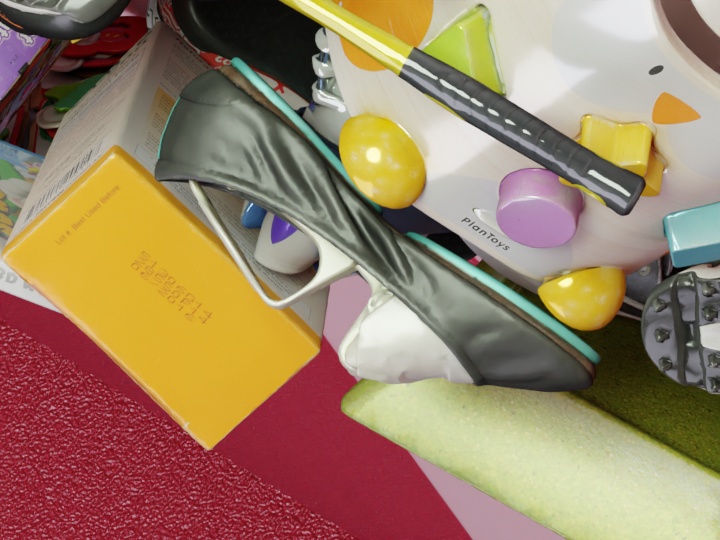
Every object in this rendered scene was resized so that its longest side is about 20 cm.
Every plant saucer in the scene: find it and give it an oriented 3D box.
[{"bbox_3d":[0.121,0.053,1.272,0.200,0.048,0.200,29,-149,12],"label":"plant saucer"}]

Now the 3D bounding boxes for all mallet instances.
[{"bbox_3d":[0.010,-0.076,0.978,0.200,0.041,0.066,32,178,-3],"label":"mallet"}]

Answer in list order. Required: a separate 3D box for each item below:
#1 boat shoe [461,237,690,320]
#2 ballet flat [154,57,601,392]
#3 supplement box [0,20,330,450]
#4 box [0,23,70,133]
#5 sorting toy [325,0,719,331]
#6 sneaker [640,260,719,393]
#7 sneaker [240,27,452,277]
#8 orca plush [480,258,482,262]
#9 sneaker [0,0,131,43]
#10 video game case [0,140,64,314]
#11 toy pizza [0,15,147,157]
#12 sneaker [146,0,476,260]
[{"bbox_3d":[0.135,-0.012,1.244,0.200,0.072,0.071,23,161,2],"label":"boat shoe"},{"bbox_3d":[0.000,0.000,1.105,0.200,0.068,0.068,39,177,9],"label":"ballet flat"},{"bbox_3d":[-0.080,-0.020,1.250,0.126,0.074,0.200,44,-163,-13],"label":"supplement box"},{"bbox_3d":[-0.156,-0.131,1.372,0.039,0.137,0.200,37,170,-5],"label":"box"},{"bbox_3d":[0.101,-0.069,1.011,0.200,0.107,0.180,31,150,-22],"label":"sorting toy"},{"bbox_3d":[0.217,0.012,1.091,0.200,0.091,0.067,5,118,23],"label":"sneaker"},{"bbox_3d":[0.004,-0.064,1.156,0.081,0.147,0.200,31,169,17],"label":"sneaker"},{"bbox_3d":[0.151,0.045,1.411,0.200,0.105,0.071,23,-160,14],"label":"orca plush"},{"bbox_3d":[-0.120,-0.124,1.115,0.090,0.070,0.200,51,174,-35],"label":"sneaker"},{"bbox_3d":[-0.196,-0.039,1.293,0.200,0.018,0.143,21,-159,-11],"label":"video game case"},{"bbox_3d":[-0.182,-0.095,1.524,0.200,0.200,0.032,23,135,46],"label":"toy pizza"},{"bbox_3d":[-0.020,-0.082,1.378,0.201,0.067,0.108,41,169,-15],"label":"sneaker"}]
